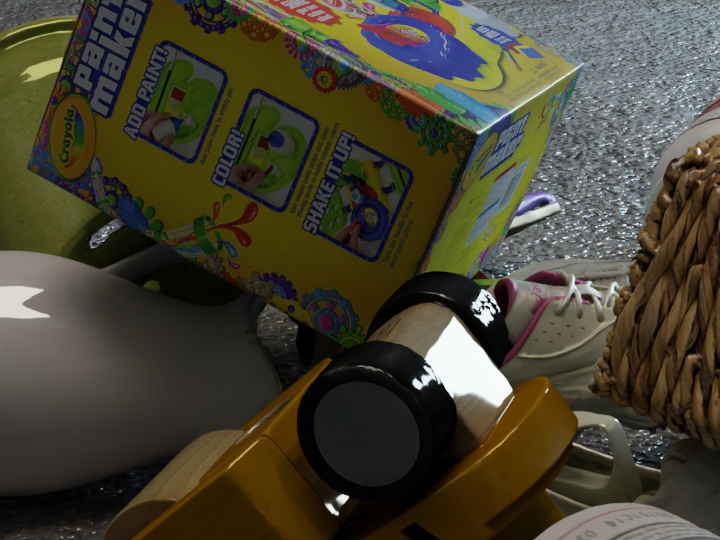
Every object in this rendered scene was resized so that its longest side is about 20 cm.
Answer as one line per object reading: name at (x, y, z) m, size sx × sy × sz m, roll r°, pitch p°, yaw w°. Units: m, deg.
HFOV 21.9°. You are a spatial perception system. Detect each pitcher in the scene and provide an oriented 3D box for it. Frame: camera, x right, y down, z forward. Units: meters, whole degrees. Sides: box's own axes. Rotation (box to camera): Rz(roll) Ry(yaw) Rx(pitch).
pitcher at (-0.141, 0.037, 0.949) m, size 0.199 × 0.122 × 0.172 m, roll 2°, pitch 37°, yaw -5°

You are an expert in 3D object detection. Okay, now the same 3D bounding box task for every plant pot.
plant pot at (-0.151, -0.025, 1.099) m, size 0.199 × 0.201 × 0.184 m, roll -9°, pitch 30°, yaw -22°

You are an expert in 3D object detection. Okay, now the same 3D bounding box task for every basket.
basket at (0.226, 0.026, 0.808) m, size 0.199 × 0.143 × 0.149 m, roll 15°, pitch 7°, yaw -46°

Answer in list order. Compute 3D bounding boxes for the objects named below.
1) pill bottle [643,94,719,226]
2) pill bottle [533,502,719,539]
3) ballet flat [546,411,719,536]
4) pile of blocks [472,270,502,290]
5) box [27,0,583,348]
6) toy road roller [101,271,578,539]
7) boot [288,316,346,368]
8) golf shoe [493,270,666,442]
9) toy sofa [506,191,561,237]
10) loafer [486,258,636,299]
pill bottle at (0.255, -0.054, 1.221) m, size 0.114 × 0.115 × 0.200 m, roll 4°, pitch 19°, yaw 21°
pill bottle at (0.131, 0.155, 0.567) m, size 0.113 × 0.115 × 0.200 m, roll -13°, pitch 20°, yaw -30°
ballet flat at (0.123, 0.100, 0.826) m, size 0.199 × 0.070 × 0.069 m, roll 10°, pitch 21°, yaw 33°
pile of blocks at (0.044, 0.032, 1.061) m, size 0.082 × 0.063 × 0.200 m, roll 7°, pitch 20°, yaw 29°
box at (-0.020, -0.076, 0.906) m, size 0.192 × 0.123 × 0.200 m, roll 28°, pitch 22°, yaw 11°
toy road roller at (0.005, 0.110, 0.772) m, size 0.200 × 0.146 × 0.123 m, roll -36°, pitch 3°, yaw 25°
boot at (0.000, 0.000, 1.010) m, size 0.075 × 0.074 × 0.200 m, roll 5°, pitch 25°, yaw -11°
golf shoe at (0.117, 0.035, 0.911) m, size 0.199 × 0.092 × 0.075 m, roll -23°, pitch 24°, yaw 0°
toy sofa at (0.046, -0.047, 1.172) m, size 0.097 × 0.083 × 0.200 m, roll -27°, pitch -4°, yaw 23°
loafer at (0.144, 0.025, 1.056) m, size 0.199 × 0.070 × 0.070 m, roll -14°, pitch 12°, yaw -34°
